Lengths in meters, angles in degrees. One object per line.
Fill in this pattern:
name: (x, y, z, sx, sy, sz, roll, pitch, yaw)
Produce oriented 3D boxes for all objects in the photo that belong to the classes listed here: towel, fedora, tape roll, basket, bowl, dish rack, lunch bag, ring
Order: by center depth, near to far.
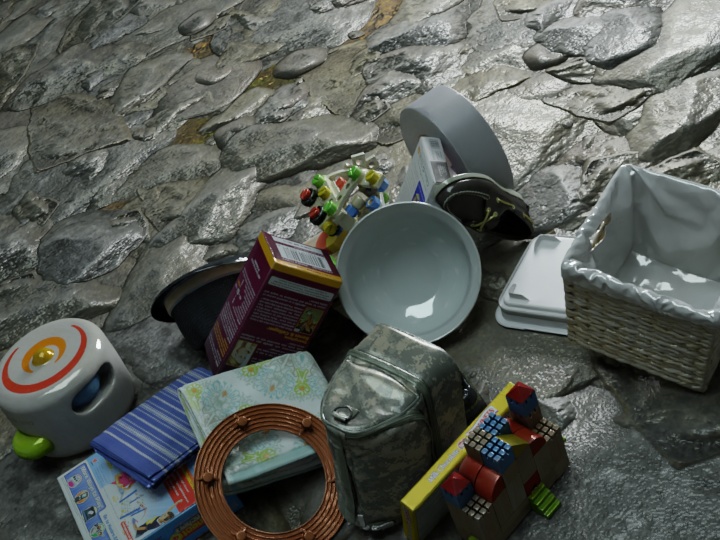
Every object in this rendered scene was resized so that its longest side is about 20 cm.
lunch bag: (0.030, 0.194, 1.395, 0.139, 0.201, 0.168, 25, 52, 33)
basket: (0.366, 0.008, 1.427, 0.199, 0.161, 0.198, 21, 55, 23)
ring: (-0.106, 0.257, 1.448, 0.199, 0.019, 0.201, 4, 65, -9)
towel: (-0.123, 0.194, 1.535, 0.199, 0.048, 0.171, -14, 51, -21)
towel: (-0.248, 0.208, 1.583, 0.144, 0.024, 0.200, 21, 43, 40)
dish rack: (0.291, 0.012, 1.595, 0.199, 0.044, 0.172, 8, 48, 34)
bowl: (0.069, 0.006, 1.647, 0.200, 0.202, 0.090, -21, -3, 5)
fedora: (-0.212, 0.059, 1.746, 0.200, 0.201, 0.092, -23, 71, 2)
tape roll: (0.143, -0.175, 1.764, 0.066, 0.201, 0.200, -35, 39, -12)

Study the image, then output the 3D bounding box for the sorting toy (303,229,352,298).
sorting toy: (-0.073, -0.003, 1.761, 0.185, 0.036, 0.200, -29, 29, 35)

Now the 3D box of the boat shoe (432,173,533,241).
boat shoe: (0.180, -0.086, 1.658, 0.072, 0.201, 0.061, -42, 58, 28)

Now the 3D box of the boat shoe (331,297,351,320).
boat shoe: (0.002, -0.001, 1.763, 0.073, 0.063, 0.201, -34, 24, 30)

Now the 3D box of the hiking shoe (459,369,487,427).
hiking shoe: (0.099, 0.136, 1.505, 0.076, 0.101, 0.200, -36, 39, -15)

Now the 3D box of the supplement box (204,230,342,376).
supplement box: (-0.123, 0.060, 1.626, 0.201, 0.110, 0.086, -61, 31, 22)

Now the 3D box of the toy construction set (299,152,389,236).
toy construction set: (-0.018, -0.117, 1.721, 0.131, 0.092, 0.200, -48, 15, 13)

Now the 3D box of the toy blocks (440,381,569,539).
toy blocks: (0.163, 0.222, 1.336, 0.100, 0.137, 0.200, 26, 60, 40)

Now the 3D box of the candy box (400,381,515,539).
candy box: (0.122, 0.228, 1.385, 0.026, 0.102, 0.200, 34, 64, 28)

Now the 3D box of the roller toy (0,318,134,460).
roller toy: (-0.440, 0.166, 1.732, 0.182, 0.140, 0.200, -22, 37, 3)

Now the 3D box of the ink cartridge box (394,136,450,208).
ink cartridge box: (0.082, -0.092, 1.722, 0.037, 0.200, 0.095, 3, 49, -19)

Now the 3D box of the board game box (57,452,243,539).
board game box: (-0.283, 0.295, 1.564, 0.195, 0.056, 0.200, -32, 39, -10)
